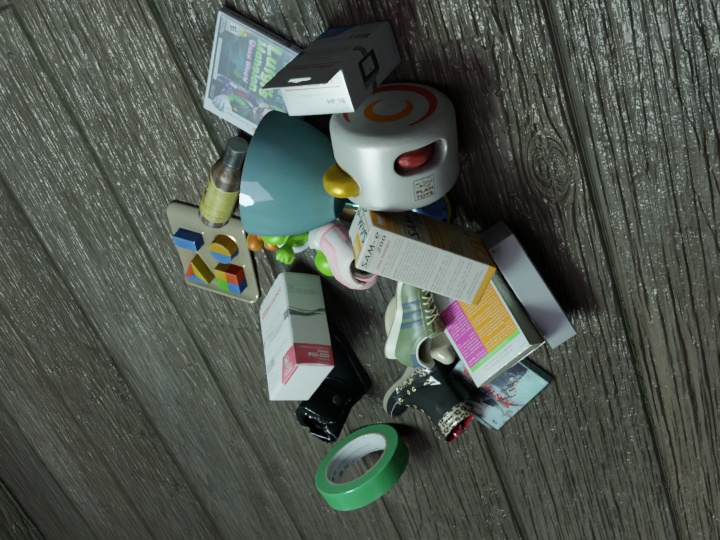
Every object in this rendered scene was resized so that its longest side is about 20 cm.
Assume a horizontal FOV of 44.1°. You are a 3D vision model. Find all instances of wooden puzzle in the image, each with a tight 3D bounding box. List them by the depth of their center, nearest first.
[{"bbox_3d":[-0.299,-0.028,1.771,0.185,0.046,0.201,16,133,23],"label":"wooden puzzle"}]

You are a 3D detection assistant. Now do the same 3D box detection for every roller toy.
[{"bbox_3d":[0.051,-0.176,1.305,0.182,0.200,0.140,7,130,21],"label":"roller toy"}]

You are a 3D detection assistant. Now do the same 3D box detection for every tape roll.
[{"bbox_3d":[0.003,0.401,1.823,0.200,0.201,0.048,-15,116,41],"label":"tape roll"}]

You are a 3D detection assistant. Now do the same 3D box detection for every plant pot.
[{"bbox_3d":[-0.092,-0.141,1.406,0.134,0.200,0.201,13,133,11],"label":"plant pot"}]

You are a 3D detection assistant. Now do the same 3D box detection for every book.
[{"bbox_3d":[0.186,0.068,1.428,0.134,0.048,0.200,-43,66,34],"label":"book"}]

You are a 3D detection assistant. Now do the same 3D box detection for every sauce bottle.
[{"bbox_3d":[-0.244,-0.160,1.610,0.065,0.065,0.200,34,136,4],"label":"sauce bottle"}]

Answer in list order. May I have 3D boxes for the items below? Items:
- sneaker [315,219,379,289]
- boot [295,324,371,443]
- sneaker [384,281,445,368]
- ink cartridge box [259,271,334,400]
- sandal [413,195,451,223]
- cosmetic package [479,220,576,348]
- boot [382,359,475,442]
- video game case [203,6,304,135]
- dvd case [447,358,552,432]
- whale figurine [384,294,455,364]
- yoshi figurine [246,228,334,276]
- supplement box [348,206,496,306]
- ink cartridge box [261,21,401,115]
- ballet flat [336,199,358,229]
[{"bbox_3d":[0.000,0.000,1.506,0.105,0.075,0.200,44,176,34],"label":"sneaker"},{"bbox_3d":[-0.075,0.219,1.743,0.076,0.168,0.200,-17,114,42],"label":"boot"},{"bbox_3d":[0.103,0.071,1.447,0.090,0.067,0.201,24,117,28],"label":"sneaker"},{"bbox_3d":[-0.123,0.124,1.671,0.084,0.201,0.146,4,145,-26],"label":"ink cartridge box"},{"bbox_3d":[0.089,-0.055,1.461,0.079,0.087,0.200,28,135,12],"label":"sandal"},{"bbox_3d":[0.264,0.021,1.405,0.051,0.083,0.200,-33,108,9],"label":"cosmetic package"},{"bbox_3d":[0.128,0.258,1.676,0.151,0.073,0.200,53,135,23],"label":"boot"},{"bbox_3d":[-0.168,-0.306,1.462,0.181,0.023,0.200,30,137,8],"label":"video game case"},{"bbox_3d":[0.239,0.207,1.631,0.146,0.022,0.200,36,139,2],"label":"dvd case"},{"bbox_3d":[0.144,0.083,1.542,0.199,0.104,0.160,-15,80,19],"label":"whale figurine"},{"bbox_3d":[-0.099,-0.039,1.593,0.199,0.113,0.112,6,145,27],"label":"yoshi figurine"},{"bbox_3d":[0.089,-0.032,1.333,0.199,0.126,0.074,17,113,-15],"label":"supplement box"},{"bbox_3d":[-0.039,-0.279,1.268,0.115,0.200,0.067,3,128,32],"label":"ink cartridge box"},{"bbox_3d":[-0.049,-0.106,1.516,0.199,0.068,0.073,16,118,25],"label":"ballet flat"}]
